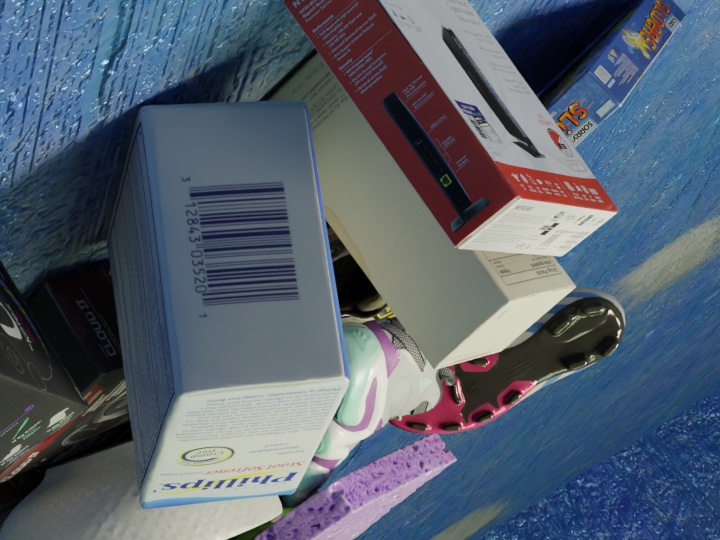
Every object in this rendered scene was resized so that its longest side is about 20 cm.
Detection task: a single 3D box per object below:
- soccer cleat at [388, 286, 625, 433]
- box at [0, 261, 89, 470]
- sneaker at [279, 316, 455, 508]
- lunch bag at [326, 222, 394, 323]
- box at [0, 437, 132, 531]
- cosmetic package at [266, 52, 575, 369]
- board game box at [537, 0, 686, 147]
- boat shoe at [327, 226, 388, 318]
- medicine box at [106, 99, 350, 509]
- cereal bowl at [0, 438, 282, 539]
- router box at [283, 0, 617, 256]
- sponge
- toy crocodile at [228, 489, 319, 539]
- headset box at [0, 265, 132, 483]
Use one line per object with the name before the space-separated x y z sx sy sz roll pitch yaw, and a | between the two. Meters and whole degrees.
soccer cleat | 0.106 0.068 1.864 0.200 0.070 0.086 -21 -166 -2
box | -0.246 0.046 1.337 0.106 0.122 0.200 -35 167 4
sneaker | 0.005 0.095 1.726 0.140 0.078 0.200 -16 158 -35
lunch bag | 0.026 -0.001 1.829 0.164 0.118 0.200 -32 164 13
box | -0.234 0.146 1.810 0.200 0.075 0.100 -16 156 -49
cosmetic package | 0.034 -0.043 1.530 0.073 0.200 0.103 -42 164 25
board game box | 0.156 -0.123 1.769 0.135 0.034 0.200 -43 -177 32
boat shoe | 0.000 0.000 1.654 0.200 0.065 0.072 -12 129 -38
medicine box | -0.084 0.023 1.467 0.103 0.183 0.200 -4 157 -13
cereal bowl | -0.160 0.161 1.689 0.200 0.084 0.200 -19 179 0
router box | 0.058 -0.095 1.459 0.049 0.180 0.200 -39 166 17
sponge | -0.012 0.175 1.784 0.112 0.030 0.200 -39 171 23
toy crocodile | -0.122 0.202 1.829 0.200 0.067 0.062 -26 124 -18
headset box | -0.178 0.062 1.645 0.200 0.077 0.149 -16 158 -51
